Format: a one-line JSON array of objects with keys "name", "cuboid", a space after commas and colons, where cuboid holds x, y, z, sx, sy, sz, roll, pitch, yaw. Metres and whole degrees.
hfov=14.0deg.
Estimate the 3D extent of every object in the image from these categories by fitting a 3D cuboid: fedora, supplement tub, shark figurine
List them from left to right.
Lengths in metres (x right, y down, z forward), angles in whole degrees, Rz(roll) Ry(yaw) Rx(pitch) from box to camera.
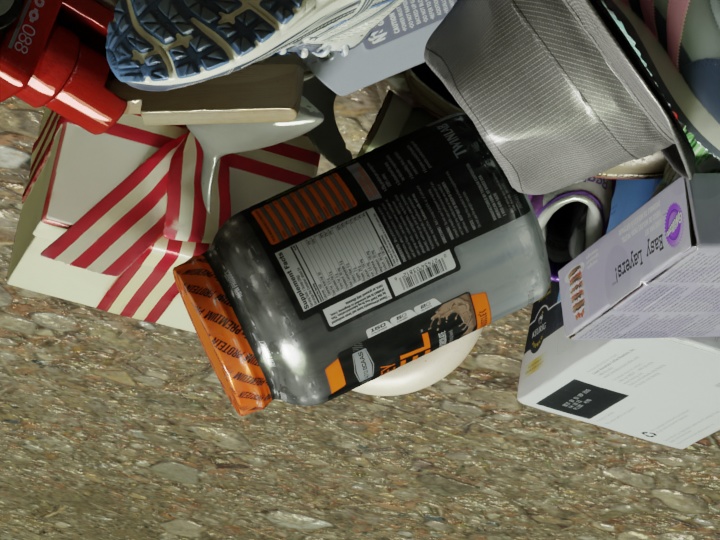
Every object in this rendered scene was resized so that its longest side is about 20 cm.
[{"name": "shark figurine", "cuboid": [-0.068, -0.077, 1.683, 0.128, 0.090, 0.214, 6, -174, 8]}, {"name": "supplement tub", "cuboid": [0.000, 0.000, 1.708, 0.200, 0.123, 0.123, -25, 159, -7]}, {"name": "fedora", "cuboid": [0.093, -0.101, 1.513, 0.177, 0.090, 0.200, 54, -172, -7]}]

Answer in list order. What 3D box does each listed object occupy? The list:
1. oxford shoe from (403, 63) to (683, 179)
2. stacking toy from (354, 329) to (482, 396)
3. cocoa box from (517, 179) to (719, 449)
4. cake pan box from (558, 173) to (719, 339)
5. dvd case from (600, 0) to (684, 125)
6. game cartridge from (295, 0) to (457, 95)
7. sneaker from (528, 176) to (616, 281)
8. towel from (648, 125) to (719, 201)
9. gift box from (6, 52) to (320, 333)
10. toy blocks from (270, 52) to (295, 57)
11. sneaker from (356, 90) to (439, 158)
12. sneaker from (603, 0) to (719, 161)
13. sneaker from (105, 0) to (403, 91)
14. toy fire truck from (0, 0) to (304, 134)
[{"name": "oxford shoe", "cuboid": [0.118, -0.095, 1.735, 0.199, 0.071, 0.075, 11, -178, 12]}, {"name": "stacking toy", "cuboid": [0.037, 0.019, 2.089, 0.146, 0.147, 0.200, 6, 177, 15]}, {"name": "cocoa box", "cuboid": [0.207, 0.020, 1.944, 0.133, 0.132, 0.200, 16, 159, -15]}, {"name": "cake pan box", "cuboid": [0.237, -0.008, 1.742, 0.184, 0.052, 0.200, -3, 164, -19]}, {"name": "dvd case", "cuboid": [0.137, -0.153, 1.617, 0.146, 0.022, 0.200, 29, 162, 16]}, {"name": "game cartridge", "cuboid": [0.008, -0.176, 1.553, 0.133, 0.041, 0.200, -26, 147, -5]}, {"name": "sneaker", "cuboid": [0.118, -0.039, 1.863, 0.072, 0.115, 0.201, 11, 161, -3]}, {"name": "towel", "cuboid": [0.250, -0.060, 1.700, 0.152, 0.023, 0.200, -2, 162, -3]}, {"name": "gift box", "cuboid": [-0.132, -0.063, 1.833, 0.199, 0.185, 0.187, 10, 162, -14]}, {"name": "toy blocks", "cuboid": [-0.077, -0.160, 1.700, 0.199, 0.100, 0.137, -6, 167, 20]}, {"name": "sneaker", "cuboid": [0.046, -0.055, 1.870, 0.090, 0.067, 0.200, 24, 170, 4]}, {"name": "sneaker", "cuboid": [0.163, -0.152, 1.468, 0.082, 0.200, 0.070, -40, 169, 28]}, {"name": "sneaker", "cuboid": [-0.031, -0.135, 1.490, 0.200, 0.077, 0.085, -25, 151, 1]}, {"name": "toy fire truck", "cuboid": [-0.132, -0.152, 1.579, 0.200, 0.176, 0.129, 31, 152, -25]}]
